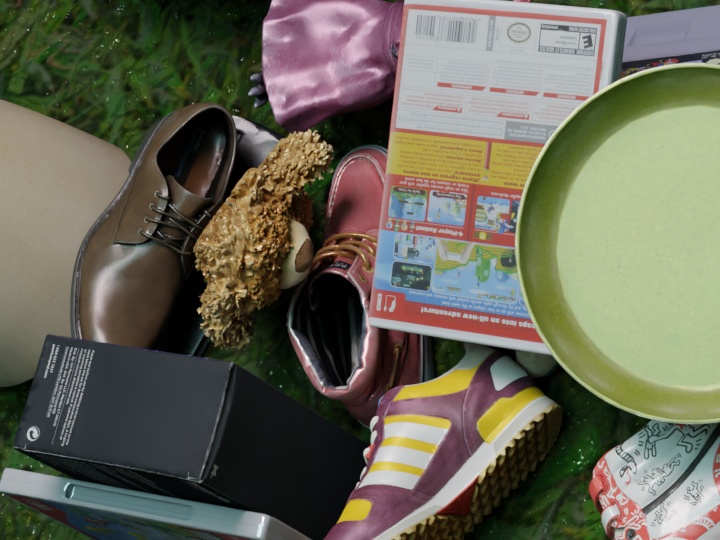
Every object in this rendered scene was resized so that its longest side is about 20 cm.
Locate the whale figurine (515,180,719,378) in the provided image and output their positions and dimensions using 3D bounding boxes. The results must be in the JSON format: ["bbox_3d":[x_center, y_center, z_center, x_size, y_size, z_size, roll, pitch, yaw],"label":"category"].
[{"bbox_3d":[0.174,0.006,1.528,0.199,0.103,0.160,-25,72,45],"label":"whale figurine"}]

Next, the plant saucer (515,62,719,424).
[{"bbox_3d":[0.187,-0.014,1.422,0.198,0.031,0.202,-1,85,12],"label":"plant saucer"}]

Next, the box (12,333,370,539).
[{"bbox_3d":[-0.095,0.111,1.560,0.140,0.200,0.079,10,76,31],"label":"box"}]

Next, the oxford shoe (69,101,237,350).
[{"bbox_3d":[-0.134,-0.024,1.645,0.084,0.072,0.201,-27,42,64],"label":"oxford shoe"}]

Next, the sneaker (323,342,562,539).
[{"bbox_3d":[0.026,0.126,1.543,0.200,0.075,0.090,-38,60,-18],"label":"sneaker"}]

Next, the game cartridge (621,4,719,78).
[{"bbox_3d":[0.178,-0.121,1.559,0.199,0.039,0.130,-5,28,27],"label":"game cartridge"}]

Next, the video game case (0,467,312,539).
[{"bbox_3d":[-0.108,0.164,1.581,0.199,0.143,0.018,7,73,31],"label":"video game case"}]

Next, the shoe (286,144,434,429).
[{"bbox_3d":[0.000,0.000,1.615,0.071,0.091,0.202,-15,65,23],"label":"shoe"}]

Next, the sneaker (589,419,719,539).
[{"bbox_3d":[0.166,0.174,1.473,0.108,0.067,0.202,31,84,35],"label":"sneaker"}]

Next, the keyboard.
[{"bbox_3d":[-0.121,-0.014,1.731,0.104,0.040,0.201,30,86,10],"label":"keyboard"}]

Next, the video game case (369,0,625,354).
[{"bbox_3d":[0.080,-0.058,1.503,0.142,0.017,0.202,8,93,30],"label":"video game case"}]

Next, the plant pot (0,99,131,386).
[{"bbox_3d":[-0.282,-0.048,1.694,0.187,0.200,0.188,-27,47,33],"label":"plant pot"}]

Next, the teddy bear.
[{"bbox_3d":[-0.060,-0.016,1.611,0.067,0.200,0.145,34,74,0],"label":"teddy bear"}]

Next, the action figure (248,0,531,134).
[{"bbox_3d":[0.033,-0.139,1.631,0.199,0.149,0.135,-5,82,23],"label":"action figure"}]
